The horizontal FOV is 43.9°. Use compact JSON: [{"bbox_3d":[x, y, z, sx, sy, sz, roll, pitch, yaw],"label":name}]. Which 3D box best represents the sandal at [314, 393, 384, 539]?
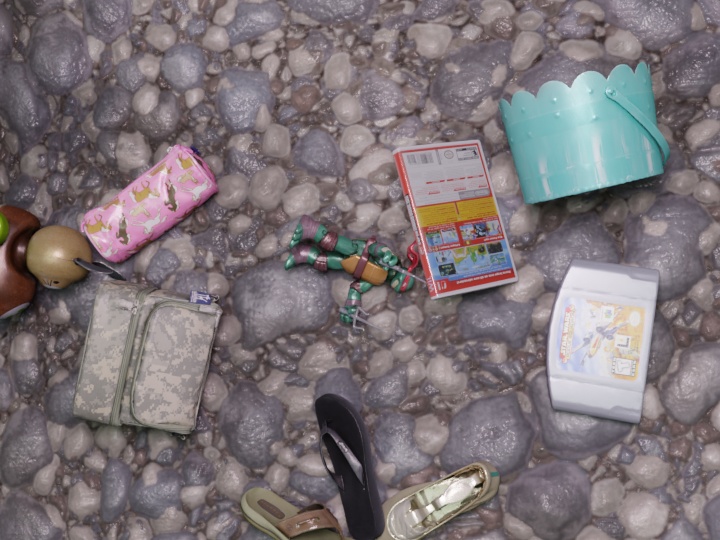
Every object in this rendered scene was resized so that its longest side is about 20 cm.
[{"bbox_3d":[-0.018,0.260,1.186,0.076,0.043,0.202,-30,74,42],"label":"sandal"}]

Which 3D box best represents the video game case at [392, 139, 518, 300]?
[{"bbox_3d":[0.127,-0.071,1.180,0.142,0.017,0.202,-10,81,-33],"label":"video game case"}]

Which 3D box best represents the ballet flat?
[{"bbox_3d":[0.091,0.309,1.173,0.199,0.069,0.070,-32,81,6],"label":"ballet flat"}]

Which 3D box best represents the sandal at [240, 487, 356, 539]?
[{"bbox_3d":[-0.074,0.332,1.174,0.199,0.080,0.058,23,107,24],"label":"sandal"}]

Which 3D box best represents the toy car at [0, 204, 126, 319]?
[{"bbox_3d":[-0.436,-0.001,1.253,0.197,0.164,0.160,9,87,-2],"label":"toy car"}]

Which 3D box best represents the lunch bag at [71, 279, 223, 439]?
[{"bbox_3d":[-0.287,0.117,1.225,0.166,0.139,0.202,13,88,-6],"label":"lunch bag"}]

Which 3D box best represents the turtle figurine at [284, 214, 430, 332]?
[{"bbox_3d":[0.000,0.000,1.203,0.198,0.101,0.151,23,129,3],"label":"turtle figurine"}]

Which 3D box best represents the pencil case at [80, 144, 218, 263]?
[{"bbox_3d":[-0.299,-0.094,1.267,0.199,0.083,0.087,-37,74,6],"label":"pencil case"}]

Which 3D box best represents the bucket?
[{"bbox_3d":[0.279,-0.167,1.117,0.205,0.207,0.136,-12,93,8],"label":"bucket"}]

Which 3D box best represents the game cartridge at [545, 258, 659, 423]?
[{"bbox_3d":[0.312,0.090,1.170,0.131,0.042,0.203,8,87,6],"label":"game cartridge"}]
